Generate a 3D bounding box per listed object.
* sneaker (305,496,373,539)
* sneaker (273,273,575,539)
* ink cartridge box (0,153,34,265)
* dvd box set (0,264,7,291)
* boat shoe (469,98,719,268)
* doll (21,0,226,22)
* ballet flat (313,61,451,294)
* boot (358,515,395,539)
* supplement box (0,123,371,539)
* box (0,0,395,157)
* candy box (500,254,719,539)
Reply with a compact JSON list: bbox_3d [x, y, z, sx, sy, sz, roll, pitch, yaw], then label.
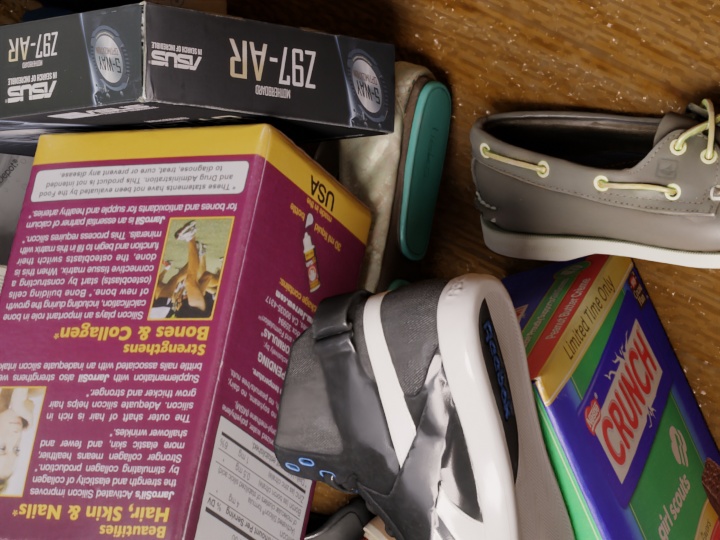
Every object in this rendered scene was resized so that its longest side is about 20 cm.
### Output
[{"bbox_3d":[-0.077,0.152,1.516,0.199,0.075,0.079,1,105,17],"label":"sneaker"},{"bbox_3d":[0.025,0.101,1.229,0.112,0.073,0.201,-5,101,28],"label":"sneaker"},{"bbox_3d":[-0.198,-0.001,1.438,0.200,0.147,0.083,32,144,10],"label":"ink cartridge box"},{"bbox_3d":[-0.231,0.079,1.317,0.146,0.200,0.029,11,152,1],"label":"dvd box set"},{"bbox_3d":[0.140,-0.043,1.300,0.201,0.072,0.060,0,119,31],"label":"boat shoe"},{"bbox_3d":[-0.148,-0.163,1.382,0.200,0.048,0.137,32,99,14],"label":"doll"},{"bbox_3d":[0.000,0.000,1.353,0.062,0.067,0.200,3,75,22],"label":"ballet flat"},{"bbox_3d":[0.028,0.203,1.385,0.075,0.107,0.200,55,172,-34],"label":"boot"},{"bbox_3d":[-0.087,0.045,1.280,0.131,0.200,0.103,0,157,31],"label":"supplement box"},{"bbox_3d":[-0.108,-0.083,1.327,0.200,0.160,0.044,-4,85,42],"label":"box"},{"bbox_3d":[0.111,0.110,1.331,0.077,0.169,0.200,-20,104,26],"label":"candy box"}]
